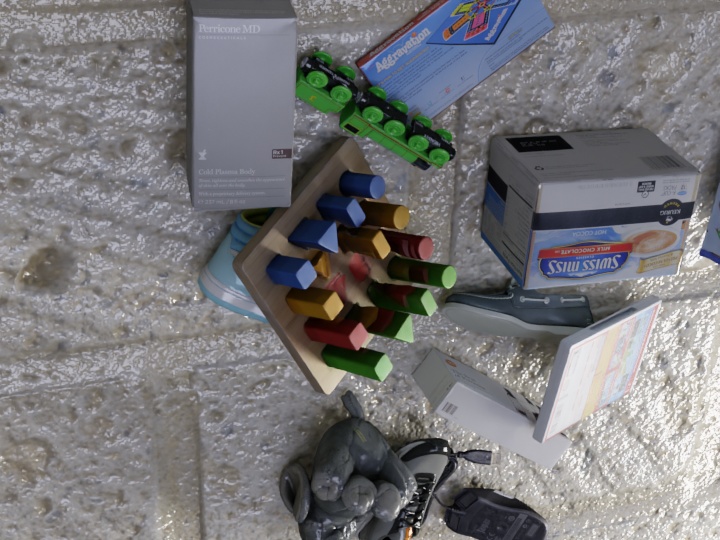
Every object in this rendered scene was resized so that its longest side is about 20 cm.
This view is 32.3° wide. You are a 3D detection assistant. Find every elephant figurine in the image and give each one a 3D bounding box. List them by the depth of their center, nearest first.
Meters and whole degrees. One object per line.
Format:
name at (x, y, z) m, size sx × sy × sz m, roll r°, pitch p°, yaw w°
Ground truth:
elephant figurine at (-0.036, 0.280, 1.493) m, size 0.141 × 0.155 × 0.200 m, roll 39°, pitch 132°, yaw 2°

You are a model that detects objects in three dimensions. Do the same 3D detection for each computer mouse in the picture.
computer mouse at (0.163, 0.289, 1.612) m, size 0.199 × 0.046 × 0.141 m, roll 16°, pitch 115°, yaw -14°

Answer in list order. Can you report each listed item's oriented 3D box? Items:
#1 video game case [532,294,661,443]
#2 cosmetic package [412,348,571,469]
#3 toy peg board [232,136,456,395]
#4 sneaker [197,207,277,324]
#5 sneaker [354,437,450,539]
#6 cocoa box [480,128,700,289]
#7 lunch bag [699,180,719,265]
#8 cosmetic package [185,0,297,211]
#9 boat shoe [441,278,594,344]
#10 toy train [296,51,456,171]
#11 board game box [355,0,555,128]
video game case at (0.290, 0.118, 1.519) m, size 0.199 × 0.017 × 0.144 m, roll -20°, pitch 131°, yaw -43°
cosmetic package at (0.162, 0.169, 1.523) m, size 0.199 × 0.083 × 0.051 m, roll 29°, pitch 103°, yaw -30°
toy peg board at (0.000, 0.000, 1.305) m, size 0.200 × 0.097 × 0.200 m, roll -52°, pitch 130°, yaw -28°
sneaker at (-0.063, -0.003, 1.351) m, size 0.199 × 0.080 × 0.131 m, roll 18°, pitch 111°, yaw -28°
sneaker at (0.059, 0.284, 1.532) m, size 0.074 × 0.080 × 0.201 m, roll 9°, pitch 125°, yaw -32°
cocoa box at (0.253, -0.071, 1.393) m, size 0.199 × 0.134 × 0.132 m, roll -5°, pitch 120°, yaw -17°
lunch bag at (0.533, -0.080, 1.501) m, size 0.199 × 0.124 × 0.171 m, roll -6°, pitch 120°, yaw -32°
cosmetic package at (-0.120, -0.168, 1.234) m, size 0.106 × 0.090 × 0.201 m, roll -3°, pitch 120°, yaw -11°
boat shoe at (0.189, 0.045, 1.489) m, size 0.199 × 0.073 × 0.062 m, roll 11°, pitch 72°, yaw -18°
toy train at (0.013, -0.160, 1.300) m, size 0.199 × 0.042 × 0.056 m, roll 30°, pitch 140°, yaw -24°
board game box at (0.101, -0.239, 1.316) m, size 0.200 × 0.019 × 0.103 m, roll -36°, pitch 124°, yaw 2°
